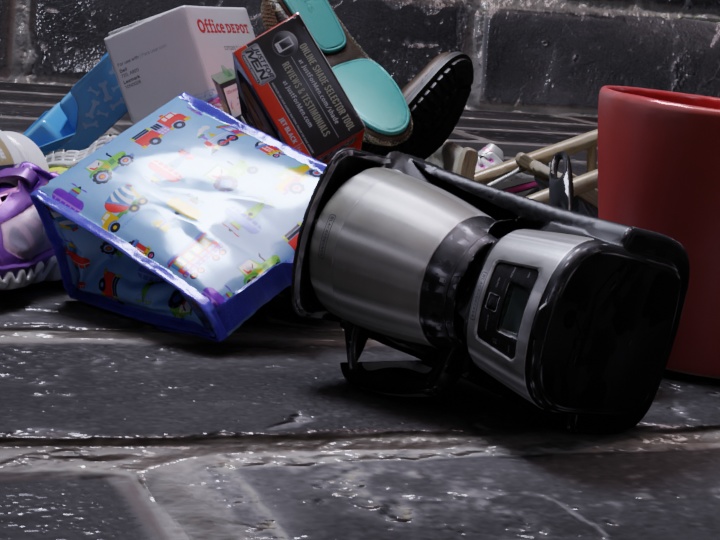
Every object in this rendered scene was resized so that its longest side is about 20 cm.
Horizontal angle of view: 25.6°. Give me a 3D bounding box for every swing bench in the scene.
[{"bbox_3d":[0.160,-0.058,1.415,0.197,0.132,0.199,-2,11,-7],"label":"swing bench"}]

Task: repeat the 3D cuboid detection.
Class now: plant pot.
[{"bbox_3d":[0.247,-0.027,1.099,0.197,0.180,0.201,8,10,-1],"label":"plant pot"}]

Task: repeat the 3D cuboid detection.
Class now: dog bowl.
[{"bbox_3d":[-0.257,-0.135,1.431,0.050,0.199,0.112,47,18,-13],"label":"dog bowl"}]

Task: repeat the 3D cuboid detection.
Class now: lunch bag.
[{"bbox_3d":[-0.102,-0.031,1.092,0.199,0.095,0.150,20,47,41],"label":"lunch bag"}]

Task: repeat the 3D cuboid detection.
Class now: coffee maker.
[{"bbox_3d":[0.091,0.003,0.941,0.199,0.136,0.191,22,32,39],"label":"coffee maker"}]

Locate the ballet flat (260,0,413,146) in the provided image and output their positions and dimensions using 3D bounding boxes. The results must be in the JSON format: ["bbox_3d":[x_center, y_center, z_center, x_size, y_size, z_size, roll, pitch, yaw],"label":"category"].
[{"bbox_3d":[-0.023,-0.164,1.330,0.067,0.076,0.201,-21,64,-31],"label":"ballet flat"}]

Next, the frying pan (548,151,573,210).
[{"bbox_3d":[0.127,0.005,1.067,0.114,0.031,0.191,-34,35,8],"label":"frying pan"}]

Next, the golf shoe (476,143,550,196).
[{"bbox_3d":[0.113,-0.088,1.654,0.198,0.093,0.072,-2,13,-27],"label":"golf shoe"}]

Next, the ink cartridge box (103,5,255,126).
[{"bbox_3d":[-0.127,-0.122,1.371,0.083,0.202,0.145,-18,2,19],"label":"ink cartridge box"}]

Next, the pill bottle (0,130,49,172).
[{"bbox_3d":[-0.327,-0.062,1.223,0.110,0.113,0.200,9,11,21],"label":"pill bottle"}]

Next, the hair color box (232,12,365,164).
[{"bbox_3d":[-0.048,-0.117,1.227,0.061,0.102,0.200,-30,-6,-6],"label":"hair color box"}]

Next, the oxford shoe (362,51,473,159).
[{"bbox_3d":[0.016,-0.119,1.368,0.084,0.200,0.073,46,5,37],"label":"oxford shoe"}]

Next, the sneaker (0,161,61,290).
[{"bbox_3d":[-0.254,-0.032,1.142,0.079,0.090,0.200,1,8,25],"label":"sneaker"}]

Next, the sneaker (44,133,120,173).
[{"bbox_3d":[-0.233,-0.049,1.319,0.078,0.091,0.199,27,-21,-21],"label":"sneaker"}]

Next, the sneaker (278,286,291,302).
[{"bbox_3d":[-0.066,-0.028,1.199,0.075,0.082,0.199,41,-12,-37],"label":"sneaker"}]
